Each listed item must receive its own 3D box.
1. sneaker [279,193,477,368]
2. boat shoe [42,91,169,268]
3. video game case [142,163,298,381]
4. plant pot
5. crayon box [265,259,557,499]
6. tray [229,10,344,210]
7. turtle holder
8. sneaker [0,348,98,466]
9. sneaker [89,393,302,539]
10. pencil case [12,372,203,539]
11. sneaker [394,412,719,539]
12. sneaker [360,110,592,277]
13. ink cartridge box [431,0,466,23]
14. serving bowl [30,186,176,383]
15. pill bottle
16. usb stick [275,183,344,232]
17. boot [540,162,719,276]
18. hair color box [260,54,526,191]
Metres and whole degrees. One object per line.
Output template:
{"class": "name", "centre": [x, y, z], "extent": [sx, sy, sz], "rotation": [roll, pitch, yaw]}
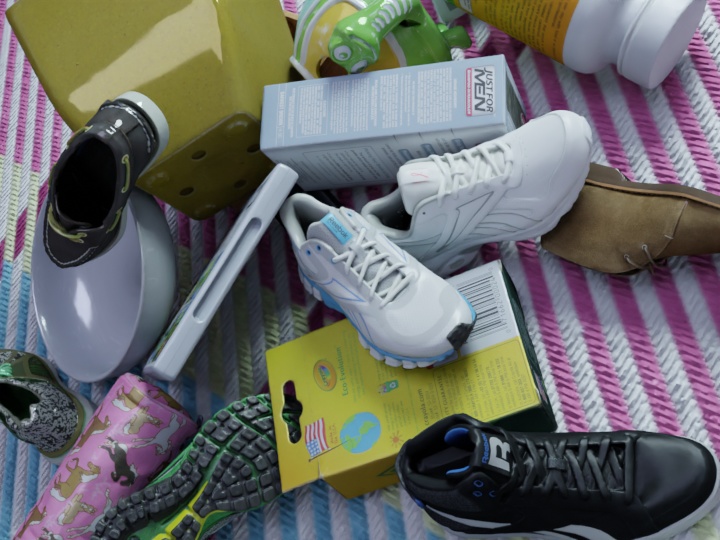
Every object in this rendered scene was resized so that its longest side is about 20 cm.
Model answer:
{"class": "sneaker", "centre": [0.000, 0.000, 0.717], "extent": [0.075, 0.087, 0.200], "rotation": [-44, 43, -15]}
{"class": "boat shoe", "centre": [-0.221, -0.061, 0.790], "extent": [0.201, 0.072, 0.061], "rotation": [-49, 1, 43]}
{"class": "video game case", "centre": [-0.121, 0.010, 0.817], "extent": [0.183, 0.022, 0.200], "rotation": [-60, 10, -13]}
{"class": "plant pot", "centre": [-0.157, -0.164, 0.879], "extent": [0.194, 0.195, 0.200], "rotation": [-30, 67, 12]}
{"class": "crayon box", "centre": [0.032, 0.086, 0.731], "extent": [0.200, 0.051, 0.127], "rotation": [-21, 53, 14]}
{"class": "tray", "centre": [-0.097, -0.162, 0.980], "extent": [0.099, 0.037, 0.200], "rotation": [31, 80, 40]}
{"class": "turtle holder", "centre": [0.012, -0.197, 0.859], "extent": [0.132, 0.141, 0.186], "rotation": [-40, 36, 5]}
{"class": "sneaker", "centre": [-0.322, 0.110, 0.912], "extent": [0.200, 0.089, 0.077], "rotation": [19, 73, 38]}
{"class": "sneaker", "centre": [-0.118, 0.164, 0.764], "extent": [0.200, 0.085, 0.078], "rotation": [-33, 84, -11]}
{"class": "pencil case", "centre": [-0.213, 0.185, 0.801], "extent": [0.200, 0.086, 0.083], "rotation": [-57, 28, -11]}
{"class": "sneaker", "centre": [0.117, 0.130, 0.618], "extent": [0.200, 0.112, 0.073], "rotation": [-12, 57, 25]}
{"class": "sneaker", "centre": [0.079, -0.058, 0.733], "extent": [0.200, 0.099, 0.078], "rotation": [-35, 50, 37]}
{"class": "ink cartridge box", "centre": [0.132, -0.336, 0.956], "extent": [0.162, 0.050, 0.200], "rotation": [-25, 35, 17]}
{"class": "serving bowl", "centre": [-0.229, 0.002, 0.910], "extent": [0.200, 0.066, 0.201], "rotation": [-1, 89, 45]}
{"class": "pill bottle", "centre": [0.167, -0.228, 0.790], "extent": [0.200, 0.111, 0.111], "rotation": [35, 83, 21]}
{"class": "usb stick", "centre": [-0.031, -0.033, 0.863], "extent": [0.055, 0.033, 0.200], "rotation": [-46, 49, 7]}
{"class": "boot", "centre": [0.214, -0.023, 0.692], "extent": [0.200, 0.074, 0.076], "rotation": [19, 86, 46]}
{"class": "hair color box", "centre": [0.029, -0.116, 0.805], "extent": [0.200, 0.099, 0.061], "rotation": [-3, 74, 19]}
